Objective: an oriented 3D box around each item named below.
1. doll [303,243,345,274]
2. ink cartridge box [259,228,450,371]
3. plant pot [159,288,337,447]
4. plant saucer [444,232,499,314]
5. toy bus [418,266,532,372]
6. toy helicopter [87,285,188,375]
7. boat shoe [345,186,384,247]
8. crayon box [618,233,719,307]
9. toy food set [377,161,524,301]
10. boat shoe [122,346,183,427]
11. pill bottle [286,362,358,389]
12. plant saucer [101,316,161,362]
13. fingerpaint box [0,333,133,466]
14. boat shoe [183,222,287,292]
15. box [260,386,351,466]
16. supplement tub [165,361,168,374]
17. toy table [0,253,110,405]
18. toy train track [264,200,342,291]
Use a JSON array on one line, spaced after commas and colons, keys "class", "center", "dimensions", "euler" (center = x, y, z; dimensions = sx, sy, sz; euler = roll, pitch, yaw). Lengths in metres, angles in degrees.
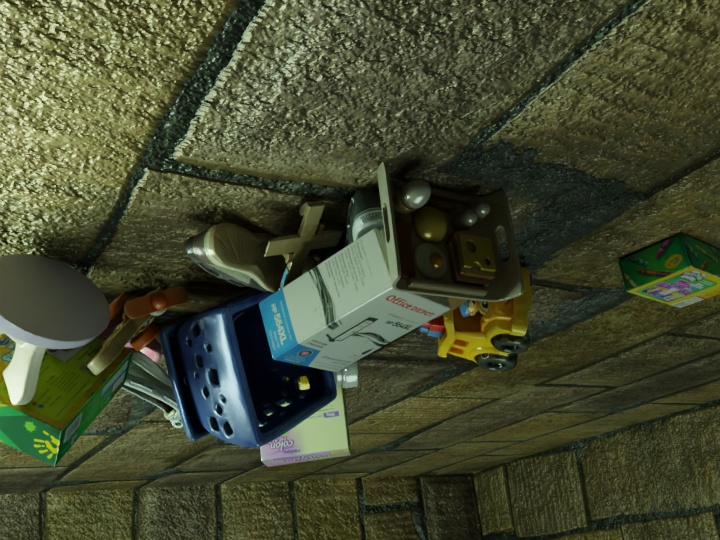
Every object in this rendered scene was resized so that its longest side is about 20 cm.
[{"class": "doll", "center": [0.000, 0.000, 1.145], "dimensions": [0.196, 0.049, 0.137], "euler": [-2, 145, -10]}, {"class": "ink cartridge box", "center": [-0.006, 0.045, 1.013], "dimensions": [0.198, 0.086, 0.145], "euler": [-31, 151, 26]}, {"class": "plant pot", "center": [-0.174, 0.137, 1.178], "dimensions": [0.178, 0.204, 0.199], "euler": [-13, -175, 36]}, {"class": "plant saucer", "center": [0.129, 0.016, 1.150], "dimensions": [0.198, 0.036, 0.201], "euler": [-27, 155, -14]}, {"class": "toy bus", "center": [0.180, 0.071, 1.309], "dimensions": [0.188, 0.138, 0.201], "euler": [10, 155, -1]}, {"class": "toy helicopter", "center": [-0.317, 0.080, 1.102], "dimensions": [0.131, 0.201, 0.079], "euler": [-35, 105, 20]}, {"class": "boat shoe", "center": [0.012, -0.035, 1.034], "dimensions": [0.067, 0.057, 0.201], "euler": [-13, 153, -9]}, {"class": "crayon box", "center": [0.540, 0.005, 1.331], "dimensions": [0.198, 0.059, 0.118], "euler": [13, 150, -42]}, {"class": "toy food set", "center": [0.110, -0.046, 0.946], "dimensions": [0.197, 0.146, 0.060], "euler": [8, 154, -32]}, {"class": "boat shoe", "center": [-0.319, 0.207, 1.275], "dimensions": [0.074, 0.065, 0.202], "euler": [-11, 129, 50]}, {"class": "pill bottle", "center": [-0.106, 0.188, 1.494], "dimensions": [0.196, 0.115, 0.113], "euler": [-5, 158, -6]}, {"class": "plant saucer", "center": [-0.431, 0.124, 1.311], "dimensions": [0.196, 0.052, 0.201], "euler": [-7, 157, -3]}, {"class": "fingerpaint box", "center": [-0.445, 0.157, 1.114], "dimensions": [0.164, 0.201, 0.074], "euler": [24, 118, 1]}, {"class": "boat shoe", "center": [-0.155, -0.015, 1.043], "dimensions": [0.064, 0.073, 0.199], "euler": [-1, 169, 25]}, {"class": "box", "center": [-0.116, 0.276, 1.590], "dimensions": [0.172, 0.204, 0.097], "euler": [-8, 159, 0]}, {"class": "supplement tub", "center": [-0.275, 0.167, 1.371], "dimensions": [0.120, 0.125, 0.201], "euler": [-3, 158, -11]}, {"class": "toy table", "center": [-0.435, 0.063, 1.020], "dimensions": [0.116, 0.186, 0.199], "euler": [-34, 148, 20]}, {"class": "toy train track", "center": [-0.091, -0.010, 1.028], "dimensions": [0.113, 0.033, 0.202], "euler": [-10, 134, -39]}]
